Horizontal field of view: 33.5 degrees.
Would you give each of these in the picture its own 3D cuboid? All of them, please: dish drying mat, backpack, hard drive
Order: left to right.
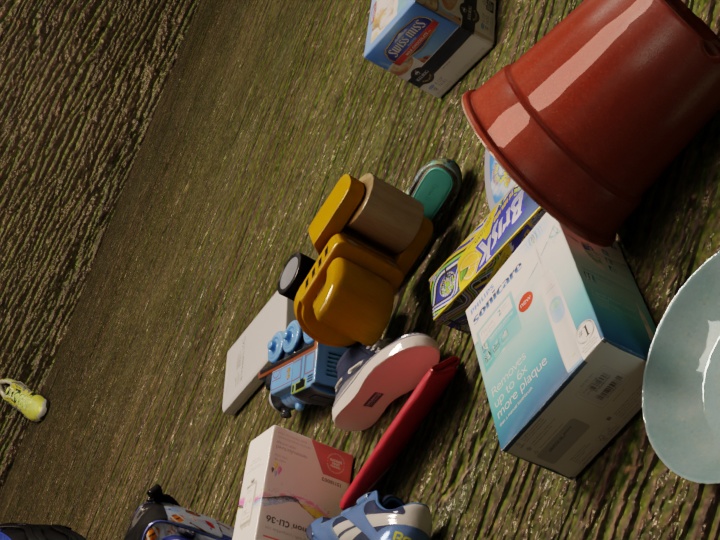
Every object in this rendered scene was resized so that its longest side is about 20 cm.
[{"bbox_3d":[-0.572,0.553,2.192,0.200,0.162,0.169,-2,86,56],"label":"backpack"},{"bbox_3d":[-0.205,0.395,1.487,0.154,0.190,0.201,31,100,62],"label":"backpack"},{"bbox_3d":[-0.154,0.118,1.859,0.200,0.026,0.132,-48,28,35],"label":"hard drive"},{"bbox_3d":[0.044,0.181,1.324,0.201,0.018,0.077,-57,-18,21],"label":"dish drying mat"}]

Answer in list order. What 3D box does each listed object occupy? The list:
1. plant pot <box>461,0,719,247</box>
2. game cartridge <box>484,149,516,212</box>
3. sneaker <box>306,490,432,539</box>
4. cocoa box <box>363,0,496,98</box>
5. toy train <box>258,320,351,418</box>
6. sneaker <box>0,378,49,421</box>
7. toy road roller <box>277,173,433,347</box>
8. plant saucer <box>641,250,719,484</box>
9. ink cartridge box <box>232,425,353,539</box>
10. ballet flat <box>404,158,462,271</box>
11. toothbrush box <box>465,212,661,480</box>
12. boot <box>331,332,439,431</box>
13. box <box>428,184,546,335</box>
[{"bbox_3d":[0.231,-0.160,1.097,0.195,0.200,0.201,-45,29,23],"label":"plant pot"},{"bbox_3d":[0.190,-0.130,1.335,0.133,0.040,0.201,-52,26,39],"label":"game cartridge"},{"bbox_3d":[0.013,0.280,1.277,0.200,0.074,0.083,-6,57,58],"label":"sneaker"},{"bbox_3d":[0.098,-0.370,1.649,0.133,0.131,0.201,-40,33,46],"label":"cocoa box"},{"bbox_3d":[-0.068,0.128,1.589,0.200,0.086,0.115,-30,47,54],"label":"toy train"},{"bbox_3d":[-0.892,0.341,3.145,0.199,0.076,0.076,18,83,41],"label":"sneaker"},{"bbox_3d":[0.000,0.000,1.418,0.201,0.122,0.146,-57,22,14],"label":"toy road roller"},{"bbox_3d":[0.294,0.069,0.900,0.201,0.039,0.202,-48,29,38],"label":"plant saucer"},{"bbox_3d":[-0.082,0.299,1.404,0.067,0.116,0.201,-37,36,48],"label":"ink cartridge box"},{"bbox_3d":[0.067,-0.061,1.518,0.200,0.074,0.074,-51,27,28],"label":"ballet flat"},{"bbox_3d":[0.184,0.062,1.092,0.147,0.085,0.201,-53,24,28],"label":"toothbrush box"},{"bbox_3d":[0.023,0.106,1.415,0.200,0.072,0.091,-45,36,42],"label":"boot"},{"bbox_3d":[0.156,-0.018,1.251,0.200,0.070,0.065,-50,29,34],"label":"box"}]
